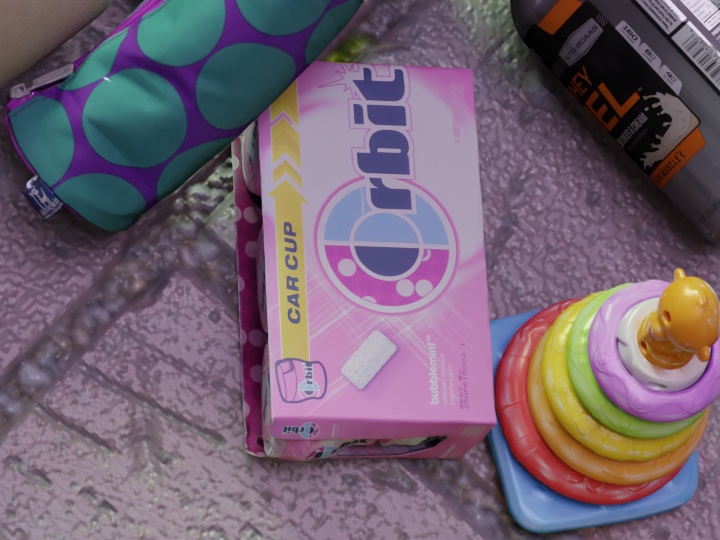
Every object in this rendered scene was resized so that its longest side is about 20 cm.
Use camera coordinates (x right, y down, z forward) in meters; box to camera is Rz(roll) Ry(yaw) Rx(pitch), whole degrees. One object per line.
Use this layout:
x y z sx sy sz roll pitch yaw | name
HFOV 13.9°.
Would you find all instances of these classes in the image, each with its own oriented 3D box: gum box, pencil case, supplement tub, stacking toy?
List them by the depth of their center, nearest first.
0.134 0.044 1.420 0.110 0.200 0.116 -10 73 -17 | stacking toy
-0.083 -0.108 1.428 0.200 0.085 0.092 -42 113 15 | pencil case
0.000 0.000 1.474 0.113 0.066 0.200 2 70 -14 | gum box
0.163 -0.122 1.527 0.122 0.123 0.200 -40 84 -22 | supplement tub

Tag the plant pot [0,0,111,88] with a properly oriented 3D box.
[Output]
-0.225 -0.144 1.420 0.200 0.187 0.188 -19 77 -28 | plant pot
